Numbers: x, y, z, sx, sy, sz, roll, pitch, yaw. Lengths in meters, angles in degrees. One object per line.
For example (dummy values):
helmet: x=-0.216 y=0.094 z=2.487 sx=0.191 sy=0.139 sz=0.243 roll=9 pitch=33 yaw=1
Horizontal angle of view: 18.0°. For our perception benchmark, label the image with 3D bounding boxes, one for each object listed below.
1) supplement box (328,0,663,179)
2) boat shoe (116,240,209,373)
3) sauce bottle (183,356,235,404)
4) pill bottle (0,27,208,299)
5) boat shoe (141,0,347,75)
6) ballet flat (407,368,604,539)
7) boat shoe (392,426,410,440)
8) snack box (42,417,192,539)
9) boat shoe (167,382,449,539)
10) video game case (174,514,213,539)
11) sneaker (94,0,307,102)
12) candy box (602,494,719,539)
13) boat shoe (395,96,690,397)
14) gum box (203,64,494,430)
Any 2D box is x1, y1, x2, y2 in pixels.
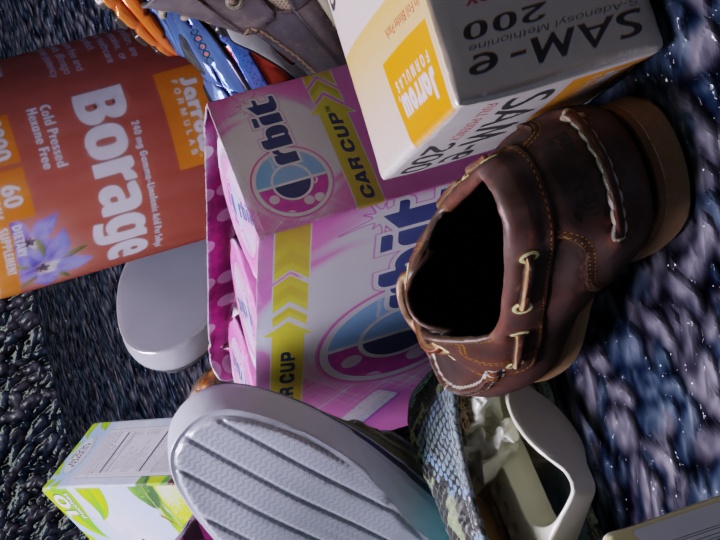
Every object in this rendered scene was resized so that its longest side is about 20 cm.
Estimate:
supplement box: x=0.021 y=-0.143 z=0.756 sx=0.126 sy=0.073 sz=0.201 roll=139 pitch=114 yaw=-77
boat shoe: x=-0.072 y=-0.017 z=1.199 sx=0.057 sy=0.068 sz=0.201 roll=71 pitch=-154 yaw=-43
sauce bottle: x=0.002 y=0.118 z=1.014 sx=0.200 sy=0.066 sz=0.066 roll=46 pitch=158 yaw=18
pill bottle: x=-0.111 y=-0.064 z=1.125 sx=0.112 sy=0.199 sz=0.113 roll=163 pitch=90 yaw=-77
boat shoe: x=-0.054 y=-0.132 z=0.849 sx=0.200 sy=0.073 sz=0.075 roll=53 pitch=-160 yaw=-50
ballet flat: x=0.074 y=0.113 z=0.872 sx=0.074 sy=0.074 sz=0.201 roll=99 pitch=149 yaw=-61
boat shoe: x=0.017 y=0.075 z=1.078 sx=0.071 sy=0.072 sz=0.201 roll=-12 pitch=99 yaw=62
snack box: x=-0.049 y=0.157 z=1.155 sx=0.142 sy=0.053 sz=0.200 roll=-7 pitch=130 yaw=52
boat shoe: x=0.001 y=0.098 z=0.935 sx=0.199 sy=0.072 sz=0.062 roll=34 pitch=-155 yaw=-28
video game case: x=-0.019 y=0.204 z=1.101 sx=0.199 sy=0.036 sz=0.181 roll=32 pitch=151 yaw=1
sneaker: x=-0.036 y=-0.100 z=0.952 sx=0.200 sy=0.078 sz=0.075 roll=43 pitch=-166 yaw=-22
candy box: x=0.134 y=0.184 z=0.713 sx=0.116 sy=0.055 sz=0.201 roll=89 pitch=161 yaw=-53
boat shoe: x=0.046 y=-0.002 z=0.789 sx=0.071 sy=0.070 sz=0.200 roll=62 pitch=160 yaw=16
gum box: x=0.000 y=0.000 z=0.926 sx=0.200 sy=0.113 sz=0.066 roll=95 pitch=155 yaw=-58
